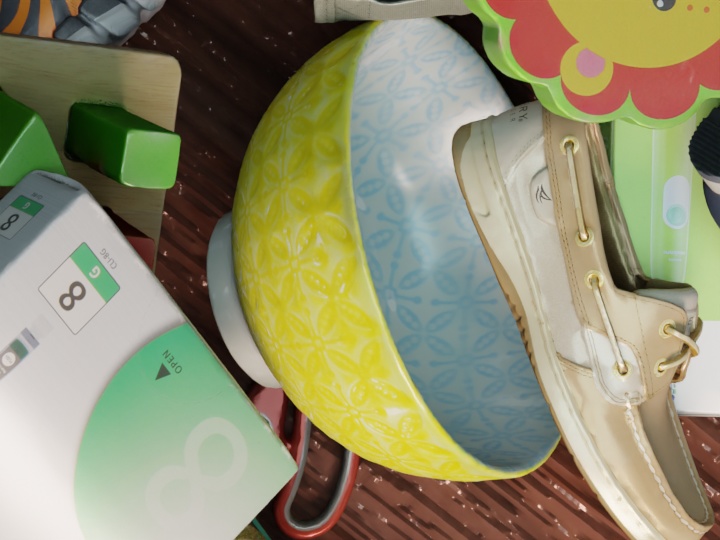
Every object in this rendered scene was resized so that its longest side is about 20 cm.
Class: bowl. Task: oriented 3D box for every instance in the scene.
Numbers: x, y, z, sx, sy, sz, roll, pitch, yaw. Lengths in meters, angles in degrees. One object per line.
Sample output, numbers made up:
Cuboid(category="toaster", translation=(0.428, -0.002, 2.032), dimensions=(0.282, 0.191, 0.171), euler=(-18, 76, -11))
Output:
Cuboid(category="bowl", translation=(0.000, 0.000, 1.240), dimensions=(0.107, 0.200, 0.201), euler=(-15, 99, 26))

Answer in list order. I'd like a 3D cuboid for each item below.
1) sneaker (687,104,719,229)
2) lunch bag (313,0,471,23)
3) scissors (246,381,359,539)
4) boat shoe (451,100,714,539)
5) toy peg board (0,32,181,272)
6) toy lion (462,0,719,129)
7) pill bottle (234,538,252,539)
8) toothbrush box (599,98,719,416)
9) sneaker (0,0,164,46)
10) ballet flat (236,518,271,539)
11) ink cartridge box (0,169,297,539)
Cuboid(category="sneaker", translation=(0.231, -0.067, 1.218), dimensions=(0.200, 0.070, 0.082), euler=(-29, 124, -5))
Cuboid(category="lunch bag", translation=(0.053, -0.198, 1.206), dimensions=(0.164, 0.118, 0.201), euler=(-5, 68, -3))
Cuboid(category="scissors", translation=(-0.021, 0.020, 1.312), dimensions=(0.073, 0.014, 0.201), euler=(14, 94, -5))
Cuboid(category="boat shoe", translation=(0.106, 0.021, 1.206), dimensions=(0.069, 0.074, 0.200), euler=(-24, 92, 17))
Cuboid(category="toy peg board", translation=(-0.169, 0.006, 1.168), dimensions=(0.199, 0.098, 0.200), euler=(5, 99, -21))
Cuboid(category="toy lion", translation=(0.131, -0.155, 1.135), dimensions=(0.191, 0.069, 0.201), euler=(2, 97, -12))
Cuboid(category="pill bottle", translation=(-0.095, 0.170, 1.219), dimensions=(0.199, 0.112, 0.113), euler=(-4, 97, 14))
Cuboid(category="toothbrush box", translation=(0.173, -0.040, 1.282), dimensions=(0.145, 0.086, 0.201), euler=(0, 96, -4))
Cuboid(category="sneaker", translation=(-0.128, -0.151, 1.259), dimensions=(0.200, 0.078, 0.112), euler=(-42, 94, -9))
Cuboid(category="ballet flat", translation=(-0.026, 0.188, 1.300), dimensions=(0.071, 0.071, 0.200), euler=(-41, 95, 1))
Cuboid(category="ink cartridge box", translation=(-0.138, 0.087, 1.118), dimensions=(0.200, 0.050, 0.161), euler=(-48, 125, -18))
